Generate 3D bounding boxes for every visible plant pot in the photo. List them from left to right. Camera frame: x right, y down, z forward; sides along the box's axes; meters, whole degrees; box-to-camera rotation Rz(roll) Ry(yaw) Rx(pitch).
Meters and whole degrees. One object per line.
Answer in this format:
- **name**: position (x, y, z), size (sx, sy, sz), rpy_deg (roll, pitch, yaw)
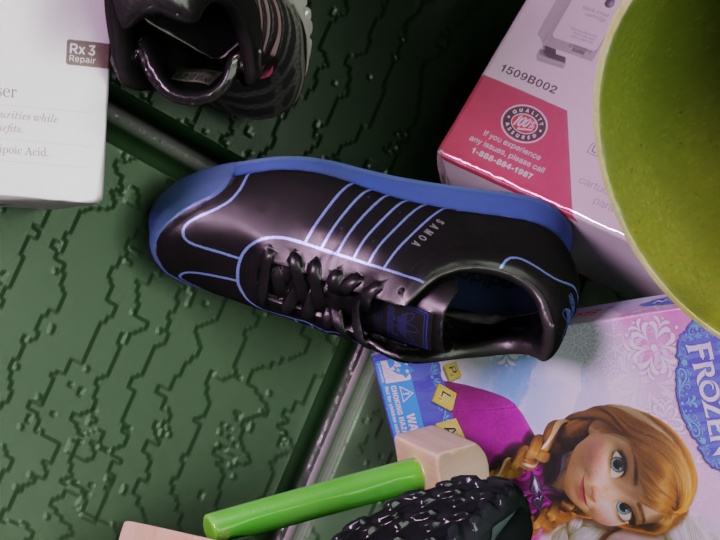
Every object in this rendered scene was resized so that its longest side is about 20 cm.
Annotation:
- **plant pot**: position (0.233, -0.081, 1.094), size (0.200, 0.186, 0.188), rpy_deg (-28, 103, -43)

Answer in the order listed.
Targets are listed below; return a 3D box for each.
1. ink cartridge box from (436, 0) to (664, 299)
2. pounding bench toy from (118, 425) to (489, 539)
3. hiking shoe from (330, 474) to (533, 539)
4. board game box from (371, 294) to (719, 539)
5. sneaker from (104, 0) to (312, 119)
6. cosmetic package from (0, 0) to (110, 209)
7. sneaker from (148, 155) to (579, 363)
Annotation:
- **ink cartridge box**: position (0.148, -0.095, 1.221), size (0.146, 0.083, 0.201), rpy_deg (25, 74, 19)
- **pounding bench toy**: position (-0.036, 0.154, 1.136), size (0.155, 0.124, 0.201), rpy_deg (16, 82, -26)
- **hiking shoe**: position (0.002, 0.170, 1.054), size (0.200, 0.074, 0.087), rpy_deg (-43, 115, -11)
- **board game box**: position (0.119, 0.116, 1.182), size (0.041, 0.199, 0.201), rpy_deg (-26, 102, -57)
- **sneaker**: position (-0.069, -0.103, 1.098), size (0.073, 0.200, 0.088), rpy_deg (0, 68, 11)
- **cosmetic package**: position (-0.169, -0.129, 1.094), size (0.112, 0.081, 0.202), rpy_deg (2, 89, -26)
- **sneaker**: position (0.000, 0.000, 1.141), size (0.199, 0.078, 0.070), rpy_deg (3, 127, 1)
